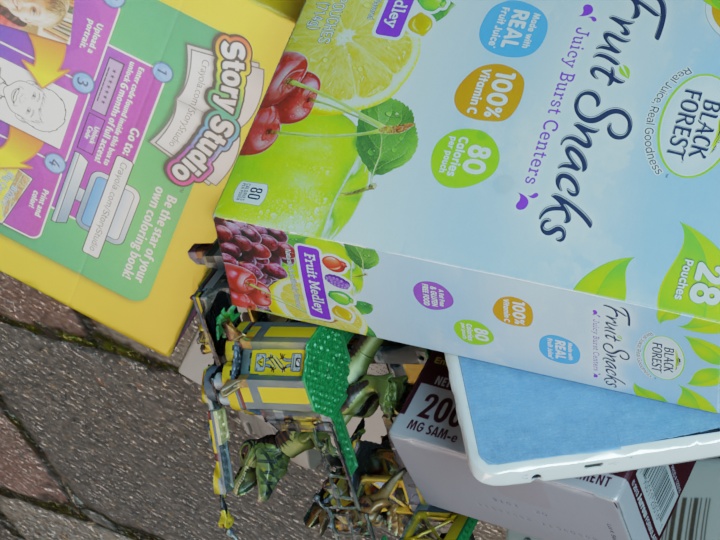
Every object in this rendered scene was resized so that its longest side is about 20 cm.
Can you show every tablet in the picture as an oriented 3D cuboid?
[{"bbox_3d":[0.091,-0.003,0.879,0.129,0.201,0.014,-8,138,-3],"label":"tablet"}]

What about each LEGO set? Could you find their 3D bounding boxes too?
[{"bbox_3d":[-0.028,0.070,0.955,0.115,0.154,0.201,-1,131,28],"label":"LEGO set"}]

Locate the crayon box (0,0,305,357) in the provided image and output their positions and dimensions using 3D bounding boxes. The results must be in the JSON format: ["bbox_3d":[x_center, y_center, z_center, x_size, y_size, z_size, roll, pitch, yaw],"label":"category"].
[{"bbox_3d":[-0.123,-0.083,0.997,0.172,0.058,0.201,26,127,0],"label":"crayon box"}]

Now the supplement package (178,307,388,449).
[{"bbox_3d":[0.000,0.000,1.106,0.121,0.120,0.200,29,154,-3],"label":"supplement package"}]

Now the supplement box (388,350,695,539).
[{"bbox_3d":[0.107,0.015,0.927,0.108,0.201,0.061,13,150,30],"label":"supplement box"}]

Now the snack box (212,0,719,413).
[{"bbox_3d":[0.064,-0.049,0.861,0.198,0.170,0.068,12,147,14],"label":"snack box"}]

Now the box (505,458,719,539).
[{"bbox_3d":[0.191,0.209,1.148,0.170,0.202,0.198,16,166,-38],"label":"box"}]

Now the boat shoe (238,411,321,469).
[{"bbox_3d":[-0.056,0.057,1.340,0.068,0.072,0.200,19,162,15],"label":"boat shoe"}]
